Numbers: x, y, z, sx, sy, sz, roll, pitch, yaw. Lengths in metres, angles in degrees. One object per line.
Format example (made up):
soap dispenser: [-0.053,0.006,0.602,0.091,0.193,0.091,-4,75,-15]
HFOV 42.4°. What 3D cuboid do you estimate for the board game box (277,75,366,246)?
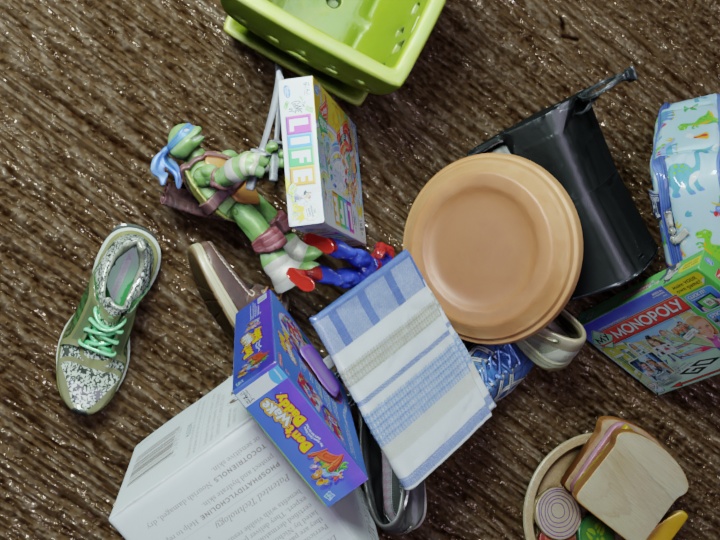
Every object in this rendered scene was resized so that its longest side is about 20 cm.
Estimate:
board game box: [-0.034,-0.100,0.926,0.034,0.200,0.136,-6,85,11]

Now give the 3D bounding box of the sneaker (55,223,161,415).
sneaker: [-0.257,0.047,0.929,0.076,0.089,0.201,16,85,-12]

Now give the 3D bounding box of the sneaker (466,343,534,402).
sneaker: [0.134,0.122,1.020,0.200,0.077,0.076,-39,94,-13]

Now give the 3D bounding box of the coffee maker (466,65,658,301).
coffee maker: [0.234,-0.079,0.993,0.134,0.192,0.201,-31,96,-28]

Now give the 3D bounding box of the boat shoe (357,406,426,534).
boat shoe: [0.030,0.167,0.952,0.066,0.057,0.202,-14,72,24]

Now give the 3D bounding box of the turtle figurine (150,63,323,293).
turtle figurine: [-0.089,-0.092,0.942,0.200,0.144,0.195,-39,106,-19]

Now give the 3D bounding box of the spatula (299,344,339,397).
spatula: [-0.017,0.081,0.938,0.021,0.200,0.057,-36,89,21]

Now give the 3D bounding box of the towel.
towel: [0.046,0.097,0.918,0.147,0.024,0.201,-36,102,-34]

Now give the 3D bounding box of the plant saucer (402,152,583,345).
plant saucer: [0.129,-0.022,0.961,0.199,0.037,0.202,0,91,29]

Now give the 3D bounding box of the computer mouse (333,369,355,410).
computer mouse: [0.027,0.101,1.024,0.200,0.034,0.059,-39,81,-4]

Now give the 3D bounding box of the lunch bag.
lunch bag: [0.370,-0.086,1.015,0.082,0.200,0.161,-9,122,25]

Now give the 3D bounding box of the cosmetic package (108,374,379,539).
cosmetic package: [-0.104,0.228,0.890,0.166,0.167,0.200,-36,104,2]

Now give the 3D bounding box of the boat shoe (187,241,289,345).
boat shoe: [-0.107,0.047,0.976,0.072,0.072,0.201,-36,100,-19]

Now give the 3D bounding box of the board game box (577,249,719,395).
board game box: [0.347,0.063,1.011,0.134,0.200,0.029,36,57,-8]

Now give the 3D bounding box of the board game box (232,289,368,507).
board game box: [-0.059,0.110,0.854,0.045,0.200,0.135,-35,106,3]

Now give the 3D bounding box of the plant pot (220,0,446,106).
plant pot: [-0.024,-0.295,0.948,0.199,0.181,0.200,27,82,-10]

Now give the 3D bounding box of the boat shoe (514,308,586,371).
boat shoe: [0.159,0.023,1.008,0.200,0.065,0.072,43,57,15]

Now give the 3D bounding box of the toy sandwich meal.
toy sandwich meal: [0.282,0.274,1.050,0.204,0.070,0.207,1,88,-13]

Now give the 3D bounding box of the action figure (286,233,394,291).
action figure: [0.000,0.000,0.952,0.051,0.200,0.066,27,100,24]
